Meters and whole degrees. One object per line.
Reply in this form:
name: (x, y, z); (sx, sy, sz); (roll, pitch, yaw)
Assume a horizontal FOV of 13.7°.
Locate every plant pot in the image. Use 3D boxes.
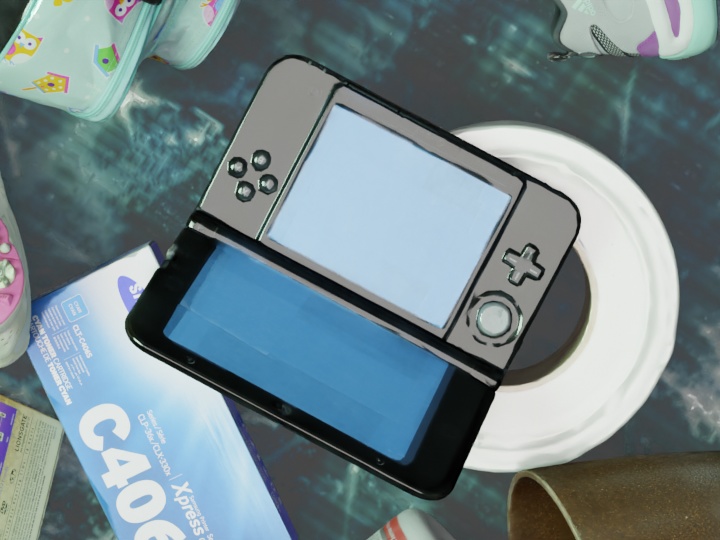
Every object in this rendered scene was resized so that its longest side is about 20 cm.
plant pot: (0.209, 0.178, 1.713); (0.199, 0.187, 0.188); (-15, 95, -12)

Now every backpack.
backpack: (-0.148, -0.186, 1.677); (0.153, 0.176, 0.200); (23, 109, -31)

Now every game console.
game console: (0.000, 0.000, 1.649); (0.199, 0.116, 0.176); (28, 96, 0)

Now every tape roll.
tape roll: (0.083, 0.013, 1.742); (0.201, 0.071, 0.203); (0, 96, 2)

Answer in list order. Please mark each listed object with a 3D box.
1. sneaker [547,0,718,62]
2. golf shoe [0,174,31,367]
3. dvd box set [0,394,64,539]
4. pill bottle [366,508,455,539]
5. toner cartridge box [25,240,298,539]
sneaker: (0.127, -0.215, 1.717); (0.139, 0.078, 0.201); (-6, 95, 1)
golf shoe: (-0.234, -0.032, 1.727); (0.075, 0.092, 0.201); (-16, 59, 0)
dvd box set: (-0.271, 0.118, 1.701); (0.200, 0.029, 0.147); (26, 61, -29)
pill bottle: (-0.009, 0.241, 1.742); (0.200, 0.116, 0.116); (-40, 93, 5)
toner cartridge box: (-0.120, 0.093, 1.766); (0.095, 0.043, 0.201); (-26, 94, 2)
